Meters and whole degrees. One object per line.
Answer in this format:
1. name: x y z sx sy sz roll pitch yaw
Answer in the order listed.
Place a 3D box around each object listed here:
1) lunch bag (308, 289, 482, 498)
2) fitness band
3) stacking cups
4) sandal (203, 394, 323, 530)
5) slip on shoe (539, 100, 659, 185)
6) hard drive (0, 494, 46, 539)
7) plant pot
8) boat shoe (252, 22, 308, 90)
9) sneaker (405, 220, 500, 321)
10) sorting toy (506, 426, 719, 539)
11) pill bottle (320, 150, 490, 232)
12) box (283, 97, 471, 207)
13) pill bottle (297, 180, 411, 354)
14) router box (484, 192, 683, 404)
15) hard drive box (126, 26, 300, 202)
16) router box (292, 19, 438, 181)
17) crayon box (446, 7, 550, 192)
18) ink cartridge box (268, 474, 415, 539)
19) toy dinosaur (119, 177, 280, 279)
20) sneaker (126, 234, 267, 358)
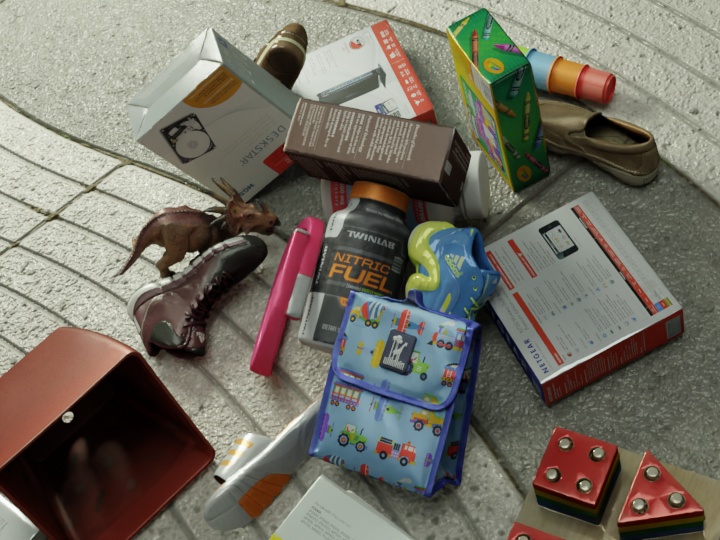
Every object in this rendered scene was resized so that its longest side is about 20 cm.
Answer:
1. lunch bag: 0.046 0.120 1.293 0.149 0.094 0.203 14 96 25
2. fitness band: -0.090 0.029 1.431 0.037 0.144 0.202 20 63 -8
3. stacking cups: 0.239 -0.266 1.592 0.198 0.061 0.061 19 62 28
4. sandal: -0.106 0.207 1.353 0.059 0.080 0.206 30 60 34
5. slip on shoe: 0.286 -0.175 1.507 0.076 0.061 0.199 -40 54 -20
6. hard drive: -0.478 0.312 1.419 0.199 0.027 0.132 27 67 31
7. plant pot: -0.321 0.182 1.372 0.200 0.201 0.176 -42 41 -15
8. boat shoe: -0.123 -0.262 1.643 0.202 0.074 0.075 -39 29 48
9. sneaker: 0.103 0.041 1.355 0.104 0.075 0.203 -5 84 35
10. sorting toy: 0.249 0.263 1.200 0.197 0.070 0.201 16 61 26
11. pill bottle: 0.058 -0.101 1.499 0.197 0.109 0.110 -3 54 16
12. box: 0.021 -0.138 1.407 0.198 0.100 0.076 15 81 19
13. pill bottle: 0.000 0.000 1.405 0.105 0.106 0.202 11 81 24
14. router box: 0.240 0.027 1.377 0.178 0.049 0.201 -27 52 -2
15. hard drive box: -0.175 -0.193 1.553 0.155 0.199 0.077 -38 49 18
16. router box: -0.007 -0.234 1.654 0.178 0.049 0.201 -24 52 -1
17. crayon box: 0.172 -0.207 1.481 0.058 0.201 0.119 -27 52 -4
18. ink cartridge box: -0.031 0.339 1.183 0.144 0.146 0.200 28 67 31
19. toy dinosaur: -0.215 -0.055 1.520 0.198 0.136 0.087 -12 65 -32
20. sneaker: -0.191 0.047 1.501 0.199 0.076 0.116 -30 56 8
